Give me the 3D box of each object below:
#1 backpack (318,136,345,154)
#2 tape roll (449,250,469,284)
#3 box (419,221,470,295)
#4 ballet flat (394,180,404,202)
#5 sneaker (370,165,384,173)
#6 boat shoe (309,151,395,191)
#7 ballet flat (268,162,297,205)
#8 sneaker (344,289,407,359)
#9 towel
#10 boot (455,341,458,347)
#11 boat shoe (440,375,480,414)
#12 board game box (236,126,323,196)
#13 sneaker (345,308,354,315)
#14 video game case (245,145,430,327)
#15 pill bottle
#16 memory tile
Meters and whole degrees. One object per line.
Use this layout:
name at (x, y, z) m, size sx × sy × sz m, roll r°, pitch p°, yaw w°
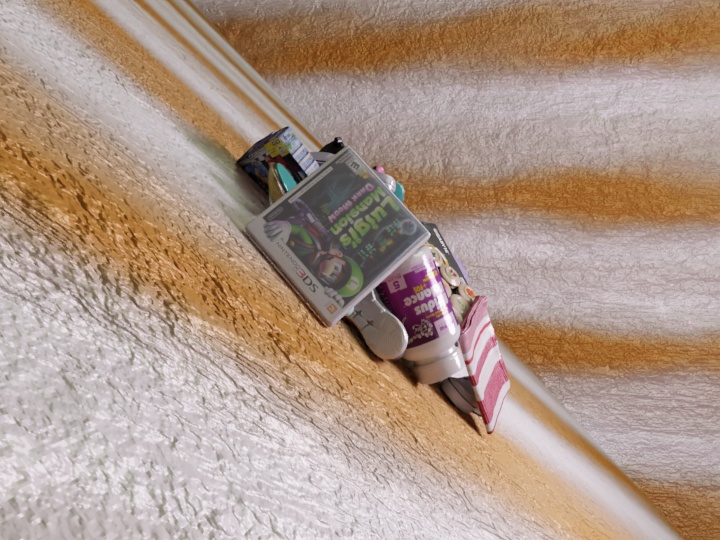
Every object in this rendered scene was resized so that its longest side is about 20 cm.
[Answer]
backpack at (-0.045, -0.151, 1.378) m, size 0.202 × 0.166 × 0.126 m, roll 58°, pitch 13°, yaw 21°
tape roll at (0.119, 0.022, 1.316) m, size 0.196 × 0.066 × 0.203 m, roll 15°, pitch 47°, yaw -17°
box at (0.120, -0.007, 1.240) m, size 0.157 × 0.049 × 0.203 m, roll 4°, pitch 50°, yaw -40°
ballet flat at (0.035, -0.104, 1.447) m, size 0.073 × 0.204 × 0.074 m, roll 24°, pitch 1°, yaw -1°
sneaker at (-0.015, -0.157, 1.481) m, size 0.086 × 0.202 × 0.074 m, roll 31°, pitch 32°, yaw 5°
boat shoe at (-0.035, -0.160, 1.193) m, size 0.196 × 0.072 × 0.072 m, roll 16°, pitch -19°, yaw 15°
ballet flat at (-0.109, -0.092, 1.069) m, size 0.200 × 0.070 × 0.071 m, roll 49°, pitch 3°, yaw -47°
sneaker at (0.005, 0.059, 1.003) m, size 0.202 × 0.076 × 0.082 m, roll 59°, pitch -1°, yaw 24°
towel at (0.222, 0.164, 1.159) m, size 0.144 × 0.022 × 0.204 m, roll -47°, pitch 123°, yaw -54°
boot at (0.096, 0.106, 1.190) m, size 0.198 × 0.073 × 0.091 m, roll 35°, pitch 29°, yaw -4°
boat shoe at (0.209, 0.218, 1.215) m, size 0.074 × 0.067 × 0.199 m, roll 50°, pitch 10°, yaw 28°
board game box at (-0.106, -0.151, 1.163) m, size 0.201 × 0.062 × 0.199 m, roll 51°, pitch -25°, yaw -19°
sneaker at (-0.039, -0.044, 0.957) m, size 0.201 × 0.140 × 0.078 m, roll 50°, pitch 5°, yaw 24°
video game case at (-0.030, -0.053, 0.915) m, size 0.182 × 0.199 × 0.023 m, roll 47°, pitch -19°, yaw 8°
pill bottle at (0.095, 0.073, 1.053) m, size 0.112 × 0.110 × 0.204 m, roll -41°, pitch 109°, yaw -81°
memory tile at (0.126, 0.011, 1.171) m, size 0.200 × 0.017 × 0.153 m, roll 47°, pitch 36°, yaw 4°
